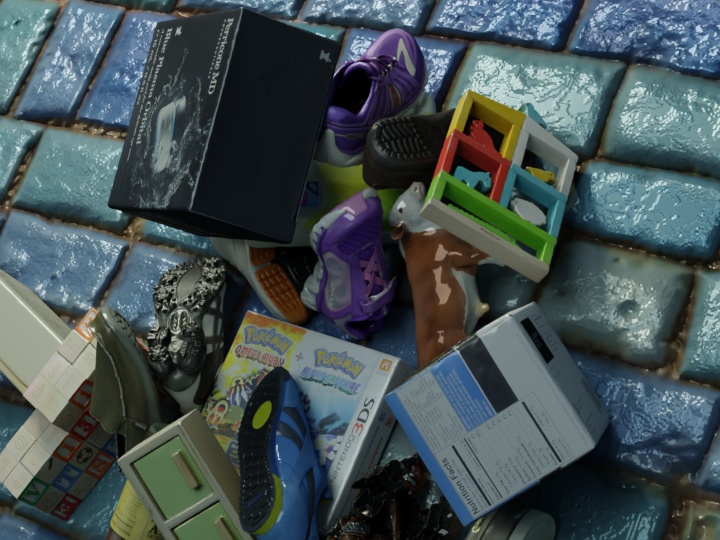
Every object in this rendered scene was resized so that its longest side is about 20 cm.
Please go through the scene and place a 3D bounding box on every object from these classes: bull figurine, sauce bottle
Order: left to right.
[{"bbox_3d":[-0.214,0.252,1.639,0.065,0.065,0.201,30,104,37],"label":"sauce bottle"},{"bbox_3d":[0.091,0.013,1.577,0.121,0.065,0.201,-6,91,23],"label":"bull figurine"}]

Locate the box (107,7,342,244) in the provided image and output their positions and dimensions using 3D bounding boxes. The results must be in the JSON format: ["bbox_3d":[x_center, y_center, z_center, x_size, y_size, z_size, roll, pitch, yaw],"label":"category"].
[{"bbox_3d":[-0.134,-0.137,1.602,0.200,0.117,0.198,6,80,58],"label":"box"}]

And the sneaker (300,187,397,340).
[{"bbox_3d":[0.000,0.000,1.609,0.080,0.200,0.089,-30,66,-23],"label":"sneaker"}]

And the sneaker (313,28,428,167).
[{"bbox_3d":[0.014,-0.182,1.634,0.080,0.084,0.200,18,44,12],"label":"sneaker"}]

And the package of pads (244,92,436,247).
[{"bbox_3d":[-0.020,-0.105,1.695,0.199,0.068,0.155,0,64,4],"label":"package of pads"}]

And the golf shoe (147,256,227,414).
[{"bbox_3d":[-0.176,0.066,1.732,0.077,0.095,0.200,-4,37,13],"label":"golf shoe"}]

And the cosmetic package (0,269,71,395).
[{"bbox_3d":[-0.361,0.077,1.813,0.200,0.104,0.073,37,88,38],"label":"cosmetic package"}]

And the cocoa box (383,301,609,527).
[{"bbox_3d":[0.121,0.119,1.432,0.131,0.200,0.134,-33,85,11],"label":"cocoa box"}]

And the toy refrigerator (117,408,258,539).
[{"bbox_3d":[-0.139,0.238,1.557,0.076,0.070,0.201,-31,91,12],"label":"toy refrigerator"}]

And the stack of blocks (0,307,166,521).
[{"bbox_3d":[-0.293,0.151,1.728,0.059,0.115,0.200,37,87,38],"label":"stack of blocks"}]

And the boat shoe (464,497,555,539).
[{"bbox_3d":[0.093,0.289,1.465,0.060,0.072,0.202,27,75,38],"label":"boat shoe"}]

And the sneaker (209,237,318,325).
[{"bbox_3d":[-0.109,-0.022,1.747,0.075,0.092,0.201,-20,70,-27],"label":"sneaker"}]

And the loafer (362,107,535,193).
[{"bbox_3d":[0.081,-0.114,1.624,0.071,0.199,0.073,-51,49,46],"label":"loafer"}]

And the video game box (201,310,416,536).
[{"bbox_3d":[-0.065,0.150,1.641,0.199,0.047,0.183,15,73,34],"label":"video game box"}]

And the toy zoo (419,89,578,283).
[{"bbox_3d":[0.138,-0.092,1.577,0.020,0.131,0.200,-50,15,45],"label":"toy zoo"}]

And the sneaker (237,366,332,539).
[{"bbox_3d":[-0.069,0.182,1.571,0.066,0.078,0.201,-43,33,32],"label":"sneaker"}]

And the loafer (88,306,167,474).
[{"bbox_3d":[-0.236,0.130,1.653,0.069,0.201,0.075,-20,28,-10],"label":"loafer"}]

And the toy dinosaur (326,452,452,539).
[{"bbox_3d":[0.021,0.217,1.523,0.102,0.136,0.201,22,75,-10],"label":"toy dinosaur"}]
